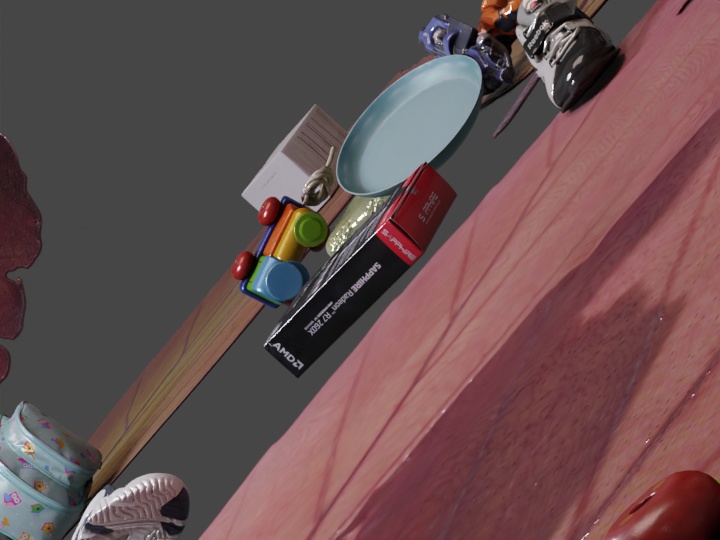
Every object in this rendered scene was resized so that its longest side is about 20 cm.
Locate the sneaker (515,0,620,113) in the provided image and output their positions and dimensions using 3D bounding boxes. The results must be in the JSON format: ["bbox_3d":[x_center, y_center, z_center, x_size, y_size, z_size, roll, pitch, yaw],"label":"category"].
[{"bbox_3d":[0.167,-0.194,1.700,0.074,0.088,0.200,-46,8,10],"label":"sneaker"}]

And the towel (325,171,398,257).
[{"bbox_3d":[0.034,-0.095,2.272,0.148,0.036,0.200,-45,7,30],"label":"towel"}]

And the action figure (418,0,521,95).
[{"bbox_3d":[0.161,-0.251,2.237,0.194,0.104,0.200,-54,35,10],"label":"action figure"}]

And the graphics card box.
[{"bbox_3d":[0.000,0.000,1.857,0.200,0.051,0.126,-44,8,31],"label":"graphics card box"}]

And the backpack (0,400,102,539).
[{"bbox_3d":[-0.452,0.286,2.739,0.154,0.175,0.200,-51,9,17],"label":"backpack"}]

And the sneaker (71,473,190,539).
[{"bbox_3d":[-0.207,0.222,1.814,0.200,0.079,0.130,-57,9,34],"label":"sneaker"}]

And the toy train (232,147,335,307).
[{"bbox_3d":[-0.066,-0.054,2.285,0.201,0.084,0.116,-64,14,-4],"label":"toy train"}]

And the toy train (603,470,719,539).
[{"bbox_3d":[0.079,0.102,0.553,0.116,0.085,0.200,-40,-2,-43],"label":"toy train"}]

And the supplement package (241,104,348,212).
[{"bbox_3d":[-0.092,-0.162,3.230,0.114,0.109,0.200,-45,8,31],"label":"supplement package"}]

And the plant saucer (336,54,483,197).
[{"bbox_3d":[0.059,-0.152,2.174,0.199,0.027,0.201,-32,30,22],"label":"plant saucer"}]
